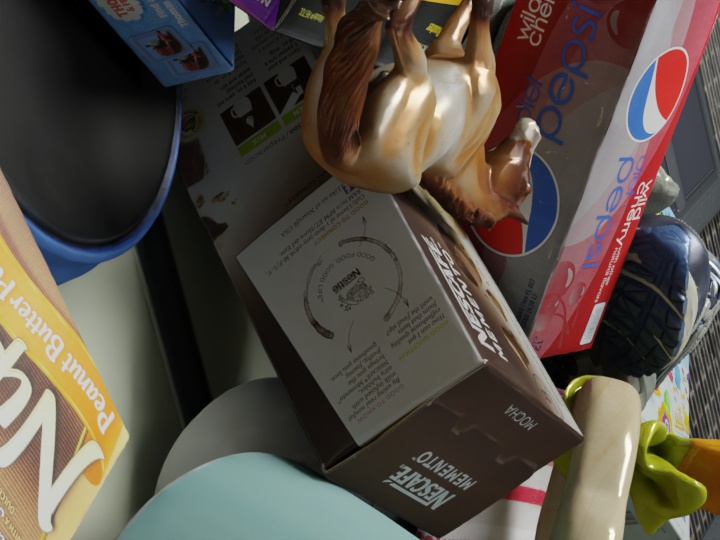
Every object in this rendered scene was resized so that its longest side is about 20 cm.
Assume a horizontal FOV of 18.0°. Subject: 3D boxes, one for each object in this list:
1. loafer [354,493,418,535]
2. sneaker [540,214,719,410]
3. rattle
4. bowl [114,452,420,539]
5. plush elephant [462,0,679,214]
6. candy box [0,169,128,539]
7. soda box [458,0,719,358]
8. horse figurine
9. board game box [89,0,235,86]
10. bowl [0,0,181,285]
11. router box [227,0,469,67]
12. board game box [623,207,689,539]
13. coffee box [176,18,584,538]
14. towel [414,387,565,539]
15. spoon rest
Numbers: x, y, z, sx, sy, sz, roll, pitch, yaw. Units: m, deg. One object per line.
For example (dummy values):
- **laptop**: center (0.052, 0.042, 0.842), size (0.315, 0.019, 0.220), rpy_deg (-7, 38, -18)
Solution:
- **loafer**: center (0.000, 0.105, 1.055), size (0.200, 0.063, 0.072), rpy_deg (38, 78, -52)
- **sneaker**: center (0.141, 0.009, 1.120), size (0.077, 0.085, 0.200), rpy_deg (43, -18, 11)
- **rattle**: center (0.131, 0.136, 0.980), size (0.143, 0.130, 0.200), rpy_deg (29, 19, -6)
- **bowl**: center (-0.012, 0.174, 0.845), size (0.201, 0.105, 0.201), rpy_deg (-11, 103, -52)
- **plush elephant**: center (0.091, -0.068, 1.173), size (0.155, 0.165, 0.200), rpy_deg (29, 63, -12)
- **candy box**: center (-0.151, 0.012, 0.727), size (0.115, 0.055, 0.200), rpy_deg (-64, 139, -54)
- **soda box**: center (0.094, -0.064, 1.007), size (0.063, 0.070, 0.200), rpy_deg (-6, 121, -53)
- **horse figurine**: center (0.023, -0.075, 0.863), size (0.200, 0.050, 0.133), rpy_deg (-16, 122, -64)
- **board game box**: center (-0.102, -0.184, 0.841), size (0.200, 0.037, 0.151), rpy_deg (49, 34, -52)
- **bowl**: center (-0.127, -0.093, 0.846), size (0.201, 0.039, 0.201), rpy_deg (-10, 90, -67)
- **router box**: center (0.022, -0.158, 0.914), size (0.149, 0.051, 0.200), rpy_deg (-57, 163, 10)
- **board game box**: center (0.124, 0.052, 1.282), size (0.105, 0.103, 0.200), rpy_deg (53, 35, -52)
- **coffee box**: center (0.000, 0.000, 0.954), size (0.113, 0.080, 0.200), rpy_deg (39, 20, -57)
- **towel**: center (0.062, 0.151, 1.082), size (0.144, 0.023, 0.200), rpy_deg (17, 92, -56)
- **spoon rest**: center (-0.026, 0.133, 0.960), size (0.099, 0.061, 0.200), rpy_deg (-40, 121, -26)
